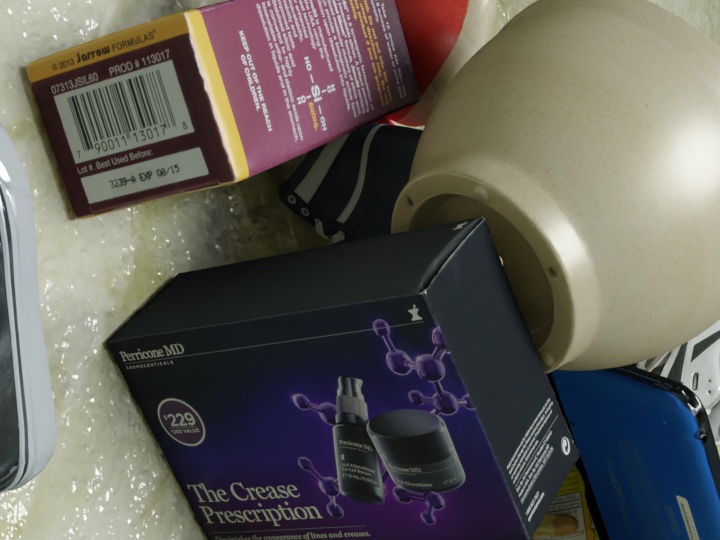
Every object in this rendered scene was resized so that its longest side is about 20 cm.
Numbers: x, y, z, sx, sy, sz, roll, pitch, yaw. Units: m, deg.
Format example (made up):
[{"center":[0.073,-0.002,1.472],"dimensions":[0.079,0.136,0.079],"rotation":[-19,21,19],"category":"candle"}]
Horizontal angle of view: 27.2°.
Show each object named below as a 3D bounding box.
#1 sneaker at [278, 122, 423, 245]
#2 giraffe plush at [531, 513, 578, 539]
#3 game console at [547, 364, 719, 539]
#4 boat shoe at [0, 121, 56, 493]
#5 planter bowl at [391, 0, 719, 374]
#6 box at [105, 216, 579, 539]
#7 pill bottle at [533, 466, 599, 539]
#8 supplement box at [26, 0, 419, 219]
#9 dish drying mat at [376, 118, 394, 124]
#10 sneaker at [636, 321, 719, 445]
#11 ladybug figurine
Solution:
[{"center":[0.000,0.000,0.930],"dimensions":[0.070,0.108,0.201],"rotation":[-25,132,-59],"category":"sneaker"},{"center":[0.077,0.247,0.919],"dimensions":[0.200,0.172,0.163],"rotation":[-123,-149,-83],"category":"giraffe plush"},{"center":[0.191,0.101,0.923],"dimensions":[0.118,0.170,0.201],"rotation":[-39,123,-25],"category":"game console"},{"center":[-0.180,0.005,0.633],"dimensions":[0.071,0.072,0.201],"rotation":[-28,107,-61],"category":"boat shoe"},{"center":[0.101,-0.027,0.779],"dimensions":[0.135,0.200,0.201],"rotation":[-36,112,-34],"category":"planter bowl"},{"center":[-0.010,0.064,0.758],"dimensions":[0.079,0.199,0.142],"rotation":[-45,118,-50],"category":"box"},{"center":[0.134,0.149,1.036],"dimensions":[0.104,0.104,0.201],"rotation":[-34,118,-55],"category":"pill bottle"},{"center":[-0.066,-0.101,0.804],"dimensions":[0.200,0.110,0.086],"rotation":[-31,108,-56],"category":"supplement box"},{"center":[0.066,-0.028,0.993],"dimensions":[0.200,0.018,0.077],"rotation":[49,16,-11],"category":"dish drying mat"},{"center":[0.235,0.111,1.101],"dimensions":[0.074,0.088,0.201],"rotation":[40,77,-39],"category":"sneaker"},{"center":[0.029,-0.162,0.930],"dimensions":[0.072,0.200,0.137],"rotation":[7,82,-15],"category":"ladybug figurine"}]
